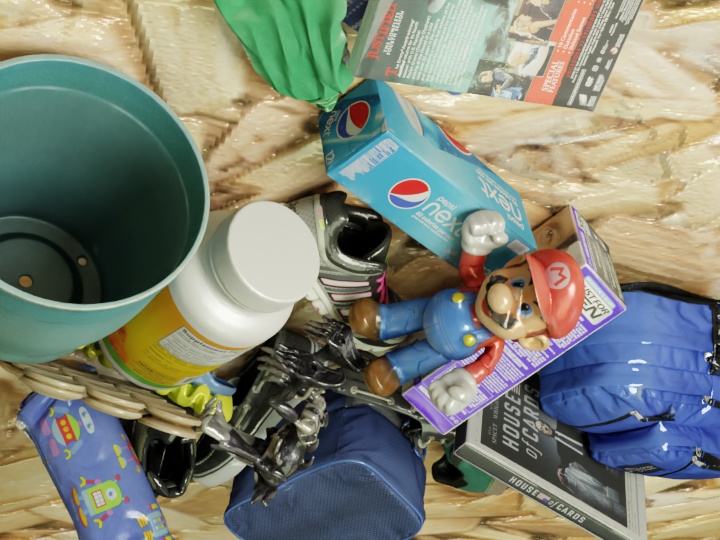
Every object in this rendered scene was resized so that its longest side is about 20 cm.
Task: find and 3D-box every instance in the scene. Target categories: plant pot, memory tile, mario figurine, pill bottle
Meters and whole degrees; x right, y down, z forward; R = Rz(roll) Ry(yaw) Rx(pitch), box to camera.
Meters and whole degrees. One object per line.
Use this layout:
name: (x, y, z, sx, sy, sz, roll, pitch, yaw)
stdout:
plant pot: (-0.236, -0.026, 1.050, 0.200, 0.200, 0.188, 10, 152, -21)
memory tile: (-0.224, 0.099, 1.171, 0.153, 0.017, 0.200, 20, 176, -25)
mario figurine: (0.081, 0.033, 1.116, 0.200, 0.106, 0.124, -21, 114, 26)
pill bottle: (-0.121, 0.018, 1.126, 0.111, 0.111, 0.200, 20, 150, -30)

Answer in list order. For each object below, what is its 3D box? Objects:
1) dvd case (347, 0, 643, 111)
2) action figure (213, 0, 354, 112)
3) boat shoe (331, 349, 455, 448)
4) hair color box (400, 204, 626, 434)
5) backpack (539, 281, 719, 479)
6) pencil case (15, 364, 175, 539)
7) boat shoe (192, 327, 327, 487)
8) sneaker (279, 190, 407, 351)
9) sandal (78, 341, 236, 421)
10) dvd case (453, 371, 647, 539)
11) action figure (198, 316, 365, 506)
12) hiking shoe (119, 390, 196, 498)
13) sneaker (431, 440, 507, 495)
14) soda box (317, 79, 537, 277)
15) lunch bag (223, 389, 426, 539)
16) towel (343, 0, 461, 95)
dvd case: (0.104, -0.189, 0.996, 0.200, 0.022, 0.146, 4, 127, -23)
action figure: (-0.048, -0.172, 0.996, 0.118, 0.055, 0.200, 2, 155, 14)
boat shoe: (0.061, 0.134, 1.329, 0.200, 0.063, 0.073, 33, 171, -12)
hair color box: (0.127, 0.043, 1.226, 0.200, 0.109, 0.065, -36, 114, 19)
backpack: (0.264, 0.097, 1.266, 0.200, 0.168, 0.162, 16, 156, -27)
pencil case: (-0.243, 0.186, 1.282, 0.087, 0.200, 0.078, -25, 171, -15)
boat shoe: (-0.115, 0.129, 1.332, 0.068, 0.074, 0.199, 28, 125, -27)
sneaker: (0.000, 0.000, 1.201, 0.087, 0.074, 0.200, -23, 134, 24)
sandal: (-0.187, 0.057, 1.244, 0.200, 0.079, 0.087, 29, 87, -24)
dvd case: (0.176, 0.158, 1.285, 0.200, 0.150, 0.025, 32, 125, -14)
action figure: (-0.072, 0.121, 1.227, 0.102, 0.119, 0.200, 35, 132, 5)
hiking shoe: (-0.203, 0.184, 1.353, 0.076, 0.101, 0.200, 1, 139, -19)
sneaker: (0.122, 0.160, 1.415, 0.080, 0.071, 0.200, 3, 135, -10)
soda box: (0.056, -0.070, 1.136, 0.064, 0.068, 0.200, -33, 134, 24)
lunch bag: (-0.026, 0.193, 1.380, 0.200, 0.132, 0.136, -25, 125, 22)
towel: (0.053, -0.213, 1.010, 0.200, 0.024, 0.145, 30, 128, -34)
